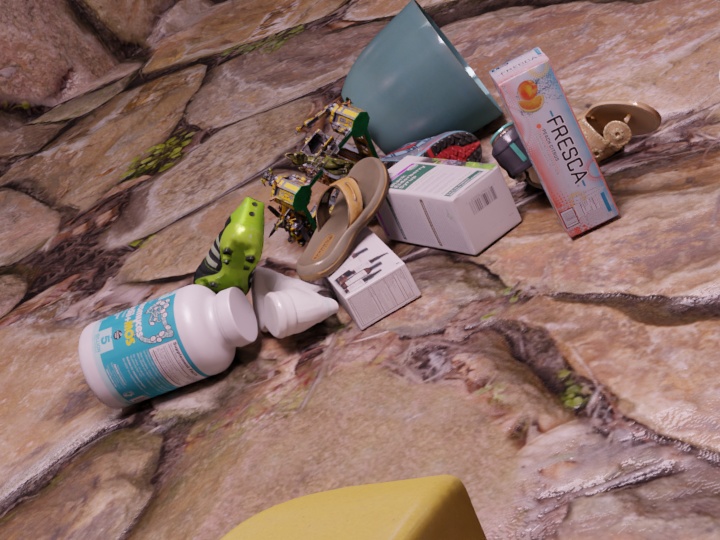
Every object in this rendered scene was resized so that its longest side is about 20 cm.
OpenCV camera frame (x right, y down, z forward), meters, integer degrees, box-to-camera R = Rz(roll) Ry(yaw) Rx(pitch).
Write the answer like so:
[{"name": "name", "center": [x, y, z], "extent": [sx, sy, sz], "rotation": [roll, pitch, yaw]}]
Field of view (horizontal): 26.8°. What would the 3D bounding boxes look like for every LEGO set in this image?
[{"name": "LEGO set", "center": [-0.070, -0.137, 2.011], "extent": [0.116, 0.154, 0.200], "rotation": [25, 75, 31]}]

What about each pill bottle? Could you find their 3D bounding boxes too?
[{"name": "pill bottle", "center": [-0.225, 0.085, 1.794], "extent": [0.200, 0.111, 0.111], "rotation": [-21, 23, 16]}]

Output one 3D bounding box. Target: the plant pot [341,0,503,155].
[{"name": "plant pot", "center": [0.072, -0.244, 2.072], "extent": [0.161, 0.201, 0.201], "rotation": [-38, 21, 9]}]

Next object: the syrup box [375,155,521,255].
[{"name": "syrup box", "center": [0.096, -0.082, 1.826], "extent": [0.079, 0.081, 0.200], "rotation": [-36, 25, -22]}]

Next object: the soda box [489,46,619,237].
[{"name": "soda box", "center": [0.213, -0.140, 1.658], "extent": [0.064, 0.200, 0.068], "rotation": [-26, 21, 5]}]

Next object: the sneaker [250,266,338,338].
[{"name": "sneaker", "center": [-0.080, 0.037, 1.808], "extent": [0.088, 0.075, 0.200], "rotation": [-11, 15, -14]}]

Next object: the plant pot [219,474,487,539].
[{"name": "plant pot", "center": [0.006, 0.249, 1.077], "extent": [0.194, 0.196, 0.200], "rotation": [-13, 20, 33]}]

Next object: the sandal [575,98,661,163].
[{"name": "sandal", "center": [0.282, -0.156, 1.824], "extent": [0.212, 0.078, 0.070], "rotation": [4, 69, 64]}]

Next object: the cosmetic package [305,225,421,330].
[{"name": "cosmetic package", "center": [0.000, 0.000, 1.799], "extent": [0.083, 0.051, 0.200], "rotation": [-29, 22, -6]}]

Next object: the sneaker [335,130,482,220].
[{"name": "sneaker", "center": [0.062, -0.125, 1.991], "extent": [0.200, 0.079, 0.096], "rotation": [-20, 12, -3]}]

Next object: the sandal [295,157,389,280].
[{"name": "sandal", "center": [-0.027, -0.072, 1.817], "extent": [0.080, 0.054, 0.200], "rotation": [-9, 40, 45]}]

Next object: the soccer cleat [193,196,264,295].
[{"name": "soccer cleat", "center": [-0.150, -0.019, 1.799], "extent": [0.200, 0.067, 0.081], "rotation": [130, 158, -61]}]

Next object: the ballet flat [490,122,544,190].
[{"name": "ballet flat", "center": [0.207, -0.126, 1.790], "extent": [0.073, 0.073, 0.200], "rotation": [-20, -11, 17]}]

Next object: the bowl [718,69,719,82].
[{"name": "bowl", "center": [0.495, -0.206, 1.625], "extent": [0.201, 0.090, 0.201], "rotation": [-23, 23, 10]}]
